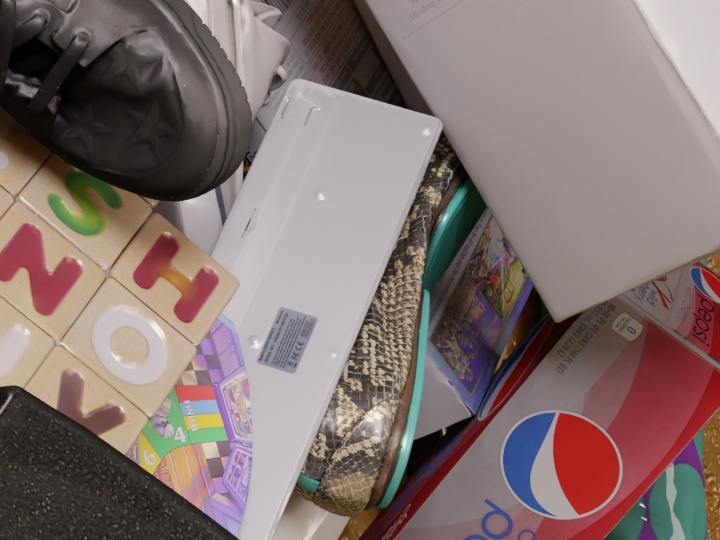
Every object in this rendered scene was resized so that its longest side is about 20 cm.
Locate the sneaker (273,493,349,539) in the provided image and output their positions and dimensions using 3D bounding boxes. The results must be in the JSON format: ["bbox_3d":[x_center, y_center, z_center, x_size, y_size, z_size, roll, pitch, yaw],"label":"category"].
[{"bbox_3d":[-0.054,0.072,0.916,0.200,0.073,0.085,-66,142,-47],"label":"sneaker"}]

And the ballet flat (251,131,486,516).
[{"bbox_3d":[0.000,0.000,0.951,0.200,0.075,0.068,-68,180,-47],"label":"ballet flat"}]

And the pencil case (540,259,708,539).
[{"bbox_3d":[0.131,0.064,1.315,0.092,0.085,0.201,15,66,-32],"label":"pencil case"}]

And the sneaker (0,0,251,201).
[{"bbox_3d":[-0.127,-0.081,0.737,0.200,0.060,0.104,44,29,8],"label":"sneaker"}]

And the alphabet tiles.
[{"bbox_3d":[-0.128,-0.031,0.751,0.200,0.008,0.167,40,40,-7],"label":"alphabet tiles"}]

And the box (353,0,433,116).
[{"bbox_3d":[0.054,-0.147,1.078,0.112,0.101,0.201,-33,97,-57],"label":"box"}]

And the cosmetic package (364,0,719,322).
[{"bbox_3d":[0.112,-0.122,0.951,0.199,0.123,0.200,-32,91,-36],"label":"cosmetic package"}]

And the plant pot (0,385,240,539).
[{"bbox_3d":[-0.111,0.150,0.668,0.178,0.199,0.200,57,32,-20],"label":"plant pot"}]

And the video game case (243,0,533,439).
[{"bbox_3d":[0.005,-0.059,1.087,0.181,0.045,0.200,53,34,-17],"label":"video game case"}]

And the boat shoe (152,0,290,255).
[{"bbox_3d":[-0.058,-0.076,0.941,0.066,0.072,0.201,-17,106,-24],"label":"boat shoe"}]

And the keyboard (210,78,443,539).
[{"bbox_3d":[-0.031,0.021,0.888,0.011,0.056,0.201,98,12,-60],"label":"keyboard"}]

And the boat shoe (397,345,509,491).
[{"bbox_3d":[0.042,0.061,1.155,0.072,0.060,0.202,-17,97,-64],"label":"boat shoe"}]

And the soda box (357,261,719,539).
[{"bbox_3d":[0.065,0.077,1.037,0.063,0.200,0.070,35,30,-4],"label":"soda box"}]

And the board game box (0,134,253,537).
[{"bbox_3d":[-0.104,0.027,0.781,0.200,0.039,0.158,41,51,-18],"label":"board game box"}]
